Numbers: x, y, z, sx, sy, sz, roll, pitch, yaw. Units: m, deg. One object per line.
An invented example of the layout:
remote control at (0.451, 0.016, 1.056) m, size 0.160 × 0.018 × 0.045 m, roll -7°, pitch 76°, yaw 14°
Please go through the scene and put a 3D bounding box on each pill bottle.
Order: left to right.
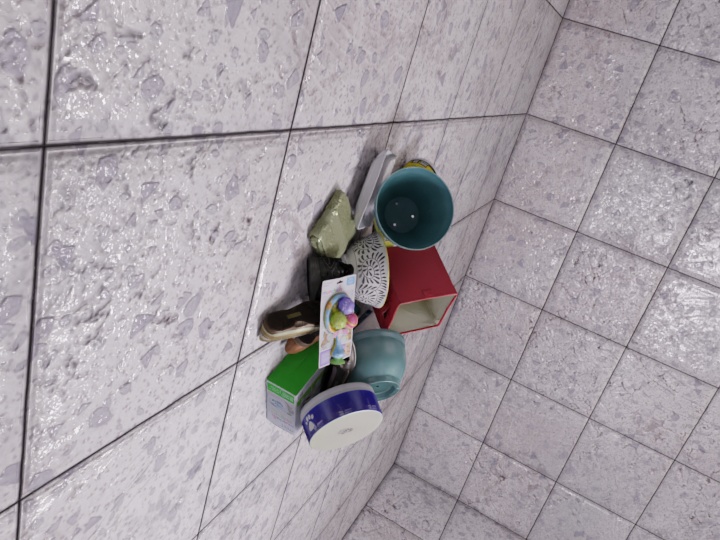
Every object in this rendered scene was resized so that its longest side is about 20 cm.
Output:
pill bottle at (0.133, -0.222, 1.646) m, size 0.200 × 0.112 × 0.113 m, roll -51°, pitch 157°, yaw -40°

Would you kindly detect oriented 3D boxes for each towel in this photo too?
towel at (-0.060, -0.090, 1.389) m, size 0.149 × 0.036 × 0.200 m, roll -61°, pitch 162°, yaw -18°

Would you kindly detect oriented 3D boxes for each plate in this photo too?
plate at (0.033, -0.205, 1.472) m, size 0.200 × 0.032 × 0.201 m, roll -33°, pitch 144°, yaw -77°

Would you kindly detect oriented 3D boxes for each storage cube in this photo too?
storage cube at (0.128, 0.049, 1.590) m, size 0.198 × 0.181 × 0.172 m, roll -8°, pitch 147°, yaw -20°

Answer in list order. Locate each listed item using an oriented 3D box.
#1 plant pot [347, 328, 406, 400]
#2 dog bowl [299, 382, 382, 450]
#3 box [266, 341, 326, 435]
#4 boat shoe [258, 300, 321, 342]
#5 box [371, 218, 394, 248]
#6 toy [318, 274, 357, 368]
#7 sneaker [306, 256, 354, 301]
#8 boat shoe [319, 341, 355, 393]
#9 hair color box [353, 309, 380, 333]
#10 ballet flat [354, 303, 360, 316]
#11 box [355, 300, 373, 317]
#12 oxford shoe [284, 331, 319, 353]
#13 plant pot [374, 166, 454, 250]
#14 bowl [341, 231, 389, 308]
plant pot at (0.035, 0.265, 1.566) m, size 0.201 × 0.198 × 0.135 m, roll 89°, pitch -9°, yaw -53°
dog bowl at (-0.047, 0.367, 1.468) m, size 0.198 × 0.079 × 0.201 m, roll -17°, pitch 145°, yaw -12°
box at (-0.149, 0.290, 1.525) m, size 0.200 × 0.096 × 0.178 m, roll -50°, pitch 157°, yaw -41°
boat shoe at (-0.142, 0.120, 1.329) m, size 0.199 × 0.072 × 0.076 m, roll -5°, pitch 144°, yaw -38°
box at (0.056, -0.057, 1.629) m, size 0.201 × 0.050 × 0.076 m, roll 96°, pitch -17°, yaw -57°
toy at (-0.040, 0.118, 1.326) m, size 0.115 × 0.047 × 0.202 m, roll -13°, pitch 114°, yaw -51°
sneaker at (-0.071, 0.046, 1.398) m, size 0.077 × 0.113 × 0.201 m, roll -103°, pitch -166°, yaw -46°
boat shoe at (-0.060, 0.261, 1.489) m, size 0.057 × 0.066 × 0.202 m, roll -43°, pitch 152°, yaw -58°
hair color box at (-0.013, 0.218, 1.704) m, size 0.200 × 0.100 × 0.060 m, roll -42°, pitch -168°, yaw -9°
ballet flat at (-0.063, 0.171, 1.672) m, size 0.200 × 0.067 × 0.064 m, roll -49°, pitch 166°, yaw -41°
box at (0.076, 0.095, 1.833) m, size 0.200 × 0.130 × 0.200 m, roll -47°, pitch 160°, yaw -45°
oxford shoe at (-0.133, 0.157, 1.482) m, size 0.071 × 0.072 × 0.200 m, roll -42°, pitch 172°, yaw 24°
plant pot at (0.120, -0.149, 1.484) m, size 0.202 × 0.199 × 0.135 m, roll -63°, pitch -170°, yaw -7°
bowl at (0.000, 0.000, 1.527) m, size 0.201 × 0.093 × 0.203 m, roll 177°, pitch -90°, yaw -73°
